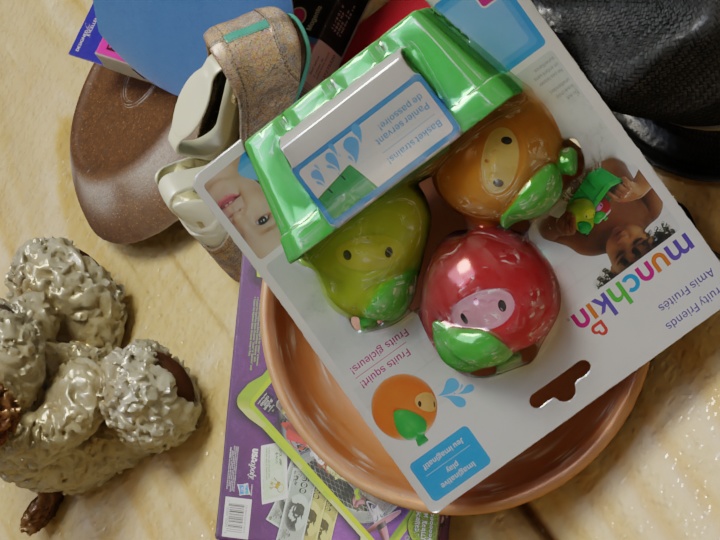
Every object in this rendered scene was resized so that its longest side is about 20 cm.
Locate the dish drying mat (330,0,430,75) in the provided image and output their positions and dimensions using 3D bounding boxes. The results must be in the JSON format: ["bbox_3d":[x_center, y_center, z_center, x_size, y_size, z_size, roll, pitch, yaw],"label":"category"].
[{"bbox_3d":[-0.010,-0.100,1.459,0.200,0.018,0.077,-36,44,32],"label":"dish drying mat"}]

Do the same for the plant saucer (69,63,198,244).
[{"bbox_3d":[-0.126,-0.114,1.572,0.200,0.037,0.201,-32,42,35],"label":"plant saucer"}]

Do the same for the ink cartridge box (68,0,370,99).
[{"bbox_3d":[-0.093,-0.153,1.499,0.199,0.037,0.095,19,81,36],"label":"ink cartridge box"}]

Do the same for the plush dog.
[{"bbox_3d":[-0.218,0.068,1.483,0.161,0.171,0.200,-56,39,11],"label":"plush dog"}]

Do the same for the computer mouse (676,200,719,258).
[{"bbox_3d":[0.180,-0.008,1.173,0.200,0.034,0.059,16,83,52],"label":"computer mouse"}]

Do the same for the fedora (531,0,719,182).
[{"bbox_3d":[0.142,-0.128,1.183,0.200,0.091,0.202,15,110,48],"label":"fedora"}]

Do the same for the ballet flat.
[{"bbox_3d":[-0.081,-0.067,1.411,0.068,0.067,0.201,52,145,36],"label":"ballet flat"}]

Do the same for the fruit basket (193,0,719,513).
[{"bbox_3d":[0.046,-0.016,1.168,0.185,0.094,0.200,-36,84,12],"label":"fruit basket"}]

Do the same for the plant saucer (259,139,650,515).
[{"bbox_3d":[0.049,0.019,1.231,0.199,0.037,0.202,0,89,15],"label":"plant saucer"}]

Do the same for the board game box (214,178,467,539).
[{"bbox_3d":[-0.006,0.045,1.277,0.119,0.032,0.201,6,89,19],"label":"board game box"}]

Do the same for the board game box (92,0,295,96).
[{"bbox_3d":[-0.092,-0.195,1.425,0.157,0.039,0.201,12,122,36],"label":"board game box"}]
